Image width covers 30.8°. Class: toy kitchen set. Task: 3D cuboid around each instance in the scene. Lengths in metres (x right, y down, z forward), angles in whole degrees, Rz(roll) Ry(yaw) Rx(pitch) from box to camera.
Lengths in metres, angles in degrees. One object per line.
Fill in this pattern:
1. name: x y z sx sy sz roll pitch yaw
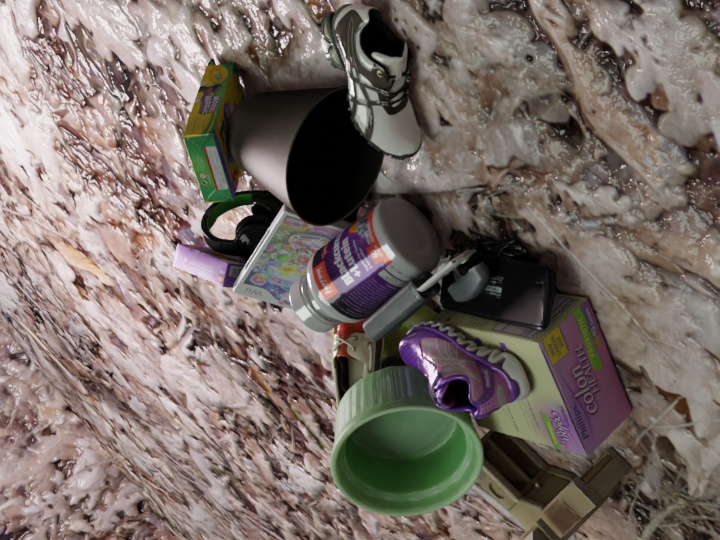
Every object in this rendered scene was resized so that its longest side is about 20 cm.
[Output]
1. toy kitchen set: 0.221 0.292 1.767 0.180 0.163 0.200 45 151 12

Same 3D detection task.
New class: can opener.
1. can opener: 0.084 0.039 1.634 0.067 0.053 0.200 54 131 8

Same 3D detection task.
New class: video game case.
1. video game case: -0.076 -0.010 1.815 0.143 0.018 0.200 16 140 -19

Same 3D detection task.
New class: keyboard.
1. keyboard: 0.176 0.010 1.602 0.200 0.040 0.104 13 96 53

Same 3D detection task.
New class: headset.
1. headset: -0.137 -0.057 1.937 0.200 0.124 0.094 7 135 22

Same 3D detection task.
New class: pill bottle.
1. pill bottle: 0.000 0.000 1.720 0.200 0.111 0.111 -37 93 34

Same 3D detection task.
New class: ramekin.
1. ramekin: 0.058 0.221 1.728 0.098 0.200 0.200 -96 -9 -53

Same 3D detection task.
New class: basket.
1. basket: -0.081 -0.165 1.694 0.136 0.181 0.200 22 -178 -36

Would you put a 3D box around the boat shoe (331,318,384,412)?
1. boat shoe: -0.010 0.121 1.807 0.071 0.063 0.201 -3 92 34

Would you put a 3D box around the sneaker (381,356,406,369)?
1. sneaker: 0.058 0.214 1.879 0.079 0.074 0.201 -82 -21 -71

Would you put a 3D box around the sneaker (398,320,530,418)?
1. sneaker: 0.110 0.127 1.610 0.200 0.088 0.081 21 141 46

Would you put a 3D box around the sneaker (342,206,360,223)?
1. sneaker: -0.018 -0.057 1.825 0.115 0.075 0.200 29 140 -20

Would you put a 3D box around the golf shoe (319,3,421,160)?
1. golf shoe: 0.026 -0.219 1.535 0.094 0.078 0.200 -1 125 56

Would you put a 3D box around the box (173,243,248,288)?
1. box: -0.162 0.001 1.972 0.137 0.200 0.039 20 99 48

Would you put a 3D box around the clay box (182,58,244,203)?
1. clay box: -0.193 -0.200 1.816 0.047 0.200 0.115 -4 131 12

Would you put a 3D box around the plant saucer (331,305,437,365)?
1. plant saucer: 0.047 0.116 1.871 0.200 0.031 0.200 13 132 15

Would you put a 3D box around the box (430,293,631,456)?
1. box: 0.213 0.119 1.644 0.200 0.097 0.176 9 131 53
